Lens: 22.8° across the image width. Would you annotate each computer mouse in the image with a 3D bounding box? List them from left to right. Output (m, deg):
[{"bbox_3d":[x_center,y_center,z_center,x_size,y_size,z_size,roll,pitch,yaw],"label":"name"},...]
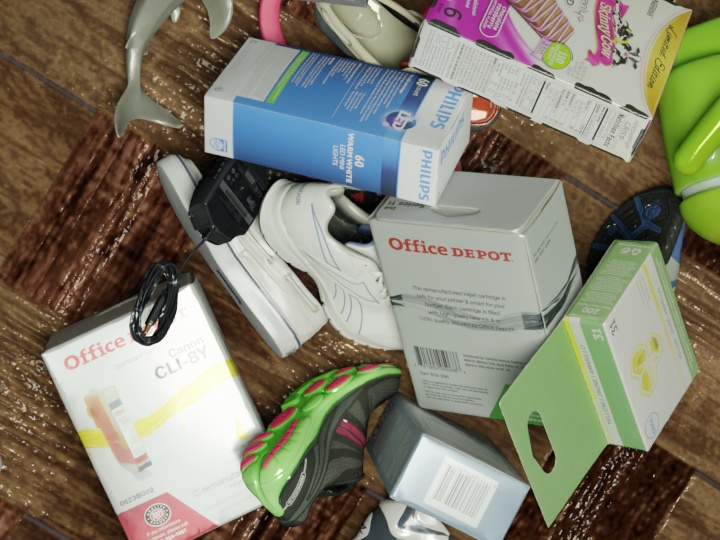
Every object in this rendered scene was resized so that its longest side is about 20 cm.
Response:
[{"bbox_3d":[-0.136,-0.023,1.447,0.201,0.034,0.059,-58,134,-28],"label":"computer mouse"}]

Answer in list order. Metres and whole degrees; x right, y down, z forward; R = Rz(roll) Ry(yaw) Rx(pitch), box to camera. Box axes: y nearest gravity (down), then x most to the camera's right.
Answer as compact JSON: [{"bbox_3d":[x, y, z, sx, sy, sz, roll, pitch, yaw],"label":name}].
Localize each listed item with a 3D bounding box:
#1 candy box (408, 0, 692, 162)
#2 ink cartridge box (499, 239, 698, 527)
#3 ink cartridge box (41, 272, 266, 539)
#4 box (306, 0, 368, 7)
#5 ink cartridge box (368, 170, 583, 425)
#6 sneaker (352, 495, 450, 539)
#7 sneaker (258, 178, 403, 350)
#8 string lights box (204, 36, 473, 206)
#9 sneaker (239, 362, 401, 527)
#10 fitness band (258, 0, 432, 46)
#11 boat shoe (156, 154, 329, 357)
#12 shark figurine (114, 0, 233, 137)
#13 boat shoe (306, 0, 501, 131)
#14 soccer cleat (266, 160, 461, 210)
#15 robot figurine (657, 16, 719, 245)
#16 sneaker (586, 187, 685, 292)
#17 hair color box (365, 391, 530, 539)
[{"bbox_3d":[0.156,-0.190,1.453,0.199,0.061,0.137,24,54,2],"label":"candy box"},{"bbox_3d":[0.197,0.092,1.441,0.200,0.048,0.146,-51,132,-35],"label":"ink cartridge box"},{"bbox_3d":[-0.166,0.123,1.521,0.144,0.083,0.201,-25,97,-3],"label":"ink cartridge box"},{"bbox_3d":[-0.074,-0.283,1.434,0.199,0.159,0.049,8,132,10],"label":"box"},{"bbox_3d":[0.105,0.021,1.469,0.146,0.083,0.201,7,130,30],"label":"ink cartridge box"},{"bbox_3d":[0.053,0.302,1.563,0.129,0.079,0.200,-38,98,0],"label":"sneaker"},{"bbox_3d":[0.000,0.000,1.501,0.200,0.087,0.075,44,59,-30],"label":"sneaker"},{"bbox_3d":[-0.017,-0.124,1.453,0.199,0.103,0.059,14,129,13],"label":"string lights box"},{"bbox_3d":[-0.029,0.144,1.507,0.200,0.076,0.084,-42,115,-43],"label":"sneaker"},{"bbox_3d":[0.002,-0.241,1.529,0.144,0.037,0.200,43,91,-11],"label":"fitness band"},{"bbox_3d":[-0.098,-0.023,1.522,0.066,0.072,0.201,-36,95,-12],"label":"boat shoe"},{"bbox_3d":[-0.161,-0.224,1.481,0.128,0.089,0.215,42,100,13],"label":"shark figurine"},{"bbox_3d":[0.039,-0.183,1.492,0.200,0.063,0.071,37,90,-12],"label":"boat shoe"},{"bbox_3d":[-0.012,-0.093,1.533,0.199,0.068,0.074,8,60,2],"label":"soccer cleat"},{"bbox_3d":[0.317,-0.111,1.518,0.115,0.175,0.201,-15,79,33],"label":"robot figurine"},{"bbox_3d":[0.239,0.023,1.567,0.077,0.075,0.201,31,80,-47],"label":"sneaker"},{"bbox_3d":[0.069,0.163,1.489,0.099,0.200,0.061,27,93,-7],"label":"hair color box"}]
